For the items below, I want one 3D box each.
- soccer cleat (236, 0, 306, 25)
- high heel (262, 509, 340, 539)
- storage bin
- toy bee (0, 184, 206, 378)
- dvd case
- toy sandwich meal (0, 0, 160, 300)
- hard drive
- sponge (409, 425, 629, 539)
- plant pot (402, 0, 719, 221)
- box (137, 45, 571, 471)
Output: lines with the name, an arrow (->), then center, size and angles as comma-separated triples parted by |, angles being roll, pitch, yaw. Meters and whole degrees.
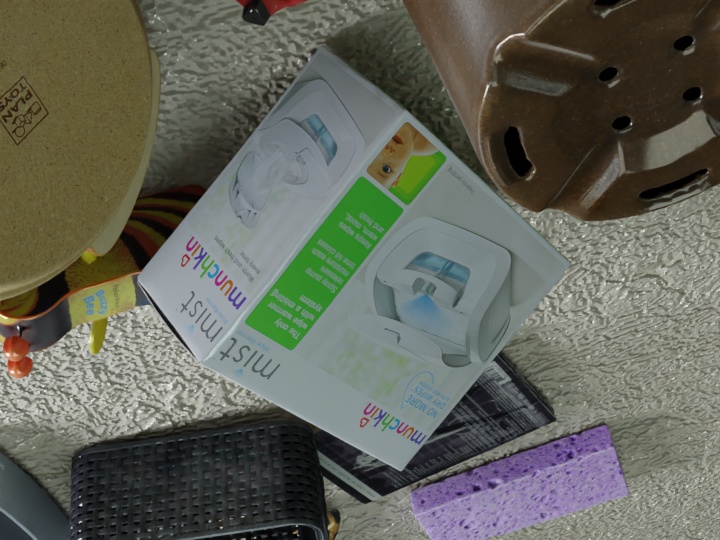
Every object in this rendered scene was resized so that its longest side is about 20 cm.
soccer cleat -> -0.094, -0.188, 0.518 | 0.199, 0.086, 0.069 | 30, 147, -14
high heel -> -0.069, 0.319, 1.110 | 0.071, 0.143, 0.200 | 18, 132, -36
storage bin -> -0.128, 0.205, 0.972 | 0.198, 0.094, 0.136 | -7, 143, 0
toy bee -> -0.180, 0.013, 0.710 | 0.198, 0.109, 0.131 | -19, 145, 6
dvd case -> 0.053, 0.134, 1.018 | 0.199, 0.016, 0.149 | -27, 141, 16
toy sandwich meal -> -0.174, -0.080, 0.553 | 0.070, 0.206, 0.205 | 18, 160, 35
hard drive -> -0.321, 0.211, 0.968 | 0.134, 0.043, 0.201 | -16, 143, 2
sponge -> 0.155, 0.213, 1.143 | 0.198, 0.030, 0.112 | -19, 143, 7
plant pot -> 0.096, -0.143, 0.525 | 0.198, 0.200, 0.201 | -8, 143, -6
box -> 0.000, 0.000, 0.717 | 0.177, 0.097, 0.200 | -50, 136, 3
